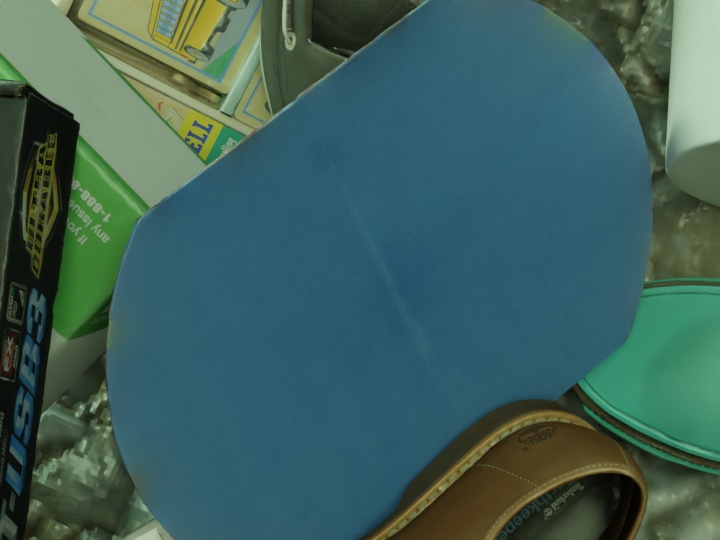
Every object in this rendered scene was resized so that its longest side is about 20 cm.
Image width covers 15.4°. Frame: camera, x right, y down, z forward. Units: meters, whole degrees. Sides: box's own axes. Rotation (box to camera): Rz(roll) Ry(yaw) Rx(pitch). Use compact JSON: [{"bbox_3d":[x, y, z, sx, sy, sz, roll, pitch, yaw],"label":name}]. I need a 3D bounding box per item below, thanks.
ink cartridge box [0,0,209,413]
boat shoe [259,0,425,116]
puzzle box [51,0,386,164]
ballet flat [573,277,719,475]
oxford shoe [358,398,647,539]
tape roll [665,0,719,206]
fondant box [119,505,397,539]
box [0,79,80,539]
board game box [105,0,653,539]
[{"bbox_3d":[-0.161,0.001,0.847,0.147,0.083,0.200,45,107,4],"label":"ink cartridge box"},{"bbox_3d":[0.003,-0.099,0.858,0.067,0.057,0.200,-5,102,-11],"label":"boat shoe"},{"bbox_3d":[-0.025,-0.101,0.895,0.133,0.025,0.200,26,95,-15],"label":"puzzle box"},{"bbox_3d":[0.170,0.041,0.897,0.200,0.070,0.067,4,87,18],"label":"ballet flat"},{"bbox_3d":[0.011,0.123,0.817,0.071,0.071,0.200,43,83,-20],"label":"oxford shoe"},{"bbox_3d":[0.202,-0.094,0.858,0.203,0.203,0.139,5,81,-2],"label":"tape roll"},{"bbox_3d":[-0.038,0.149,0.881,0.200,0.058,0.144,-32,84,-6],"label":"fondant box"},{"bbox_3d":[-0.192,0.040,0.768,0.198,0.050,0.200,5,83,13],"label":"box"},{"bbox_3d":[0.000,0.000,0.833,0.200,0.039,0.158,-39,128,-15],"label":"board game box"}]
